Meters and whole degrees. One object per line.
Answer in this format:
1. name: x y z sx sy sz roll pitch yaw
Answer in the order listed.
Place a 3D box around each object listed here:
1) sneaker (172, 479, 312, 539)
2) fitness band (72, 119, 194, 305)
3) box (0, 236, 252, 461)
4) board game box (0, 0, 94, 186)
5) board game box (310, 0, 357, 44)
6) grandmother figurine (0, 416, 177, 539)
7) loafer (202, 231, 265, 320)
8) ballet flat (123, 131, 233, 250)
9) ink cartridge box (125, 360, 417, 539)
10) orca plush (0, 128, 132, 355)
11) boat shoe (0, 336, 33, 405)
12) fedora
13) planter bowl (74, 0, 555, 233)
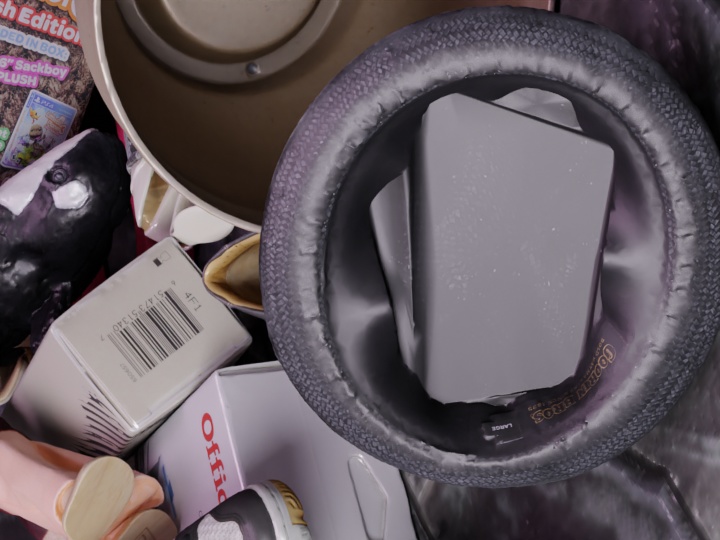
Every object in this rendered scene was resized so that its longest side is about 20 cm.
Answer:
1. sneaker: -0.089 0.160 1.289 0.200 0.088 0.076 -51 49 47
2. fitness band: -0.139 -0.045 1.588 0.144 0.037 0.200 -36 63 54
3. box: -0.122 0.057 1.455 0.068 0.082 0.200 51 159 4
4. board game box: -0.211 -0.128 1.565 0.159 0.097 0.200 35 106 61
5. board game box: -0.032 -0.180 1.324 0.023 0.105 0.200 -31 -55 -71
6. grandmother figurine: -0.167 0.098 1.423 0.200 0.061 0.121 22 145 49
7. loafer: 0.000 0.000 1.296 0.200 0.072 0.073 -19 76 60
8. ballet flat: -0.081 -0.045 1.412 0.200 0.072 0.072 177 90 -70
9. ink cartridge box: -0.056 0.146 1.404 0.200 0.086 0.146 -46 53 54
10. orca plush: -0.184 0.016 1.488 0.200 0.105 0.071 -34 55 11
11. boat shoe: -0.213 0.043 1.648 0.200 0.074 0.069 103 161 -73
12. fedora: 0.053 -0.018 1.146 0.092 0.201 0.201 -83 2 -68
13. planter bowl: -0.035 -0.124 1.231 0.135 0.200 0.200 -149 60 -66
